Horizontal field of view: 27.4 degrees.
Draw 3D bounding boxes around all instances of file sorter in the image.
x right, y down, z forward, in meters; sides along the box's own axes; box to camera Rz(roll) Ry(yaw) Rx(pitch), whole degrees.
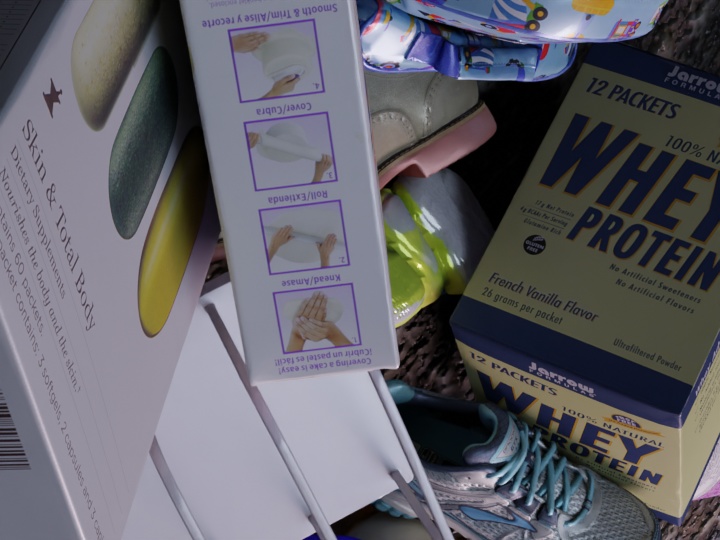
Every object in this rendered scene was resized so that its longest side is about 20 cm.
[{"bbox_3d":[-0.072,0.105,0.646,0.199,0.125,0.139,-27,115,-8],"label":"file sorter"}]

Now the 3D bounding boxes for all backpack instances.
[{"bbox_3d":[0.056,-0.151,0.648,0.182,0.200,0.135,-7,119,-47],"label":"backpack"}]

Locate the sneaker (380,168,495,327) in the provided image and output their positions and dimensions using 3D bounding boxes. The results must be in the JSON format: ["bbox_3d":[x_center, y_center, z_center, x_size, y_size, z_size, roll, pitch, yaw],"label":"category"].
[{"bbox_3d":[0.000,0.000,0.805,0.105,0.076,0.200,-29,177,27],"label":"sneaker"}]

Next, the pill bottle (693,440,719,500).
[{"bbox_3d":[0.216,0.116,1.077,0.200,0.112,0.113,2,112,-49],"label":"pill bottle"}]

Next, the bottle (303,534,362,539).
[{"bbox_3d":[-0.038,0.247,0.814,0.083,0.065,0.201,13,100,-51],"label":"bottle"}]

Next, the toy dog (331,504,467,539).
[{"bbox_3d":[0.051,0.219,0.926,0.194,0.140,0.200,-46,137,16],"label":"toy dog"}]

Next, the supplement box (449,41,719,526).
[{"bbox_3d":[0.165,0.011,0.870,0.201,0.134,0.200,-61,158,-18],"label":"supplement box"}]

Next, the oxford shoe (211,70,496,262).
[{"bbox_3d":[-0.022,-0.064,0.742,0.200,0.071,0.074,-31,109,-32],"label":"oxford shoe"}]

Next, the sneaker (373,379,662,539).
[{"bbox_3d":[0.082,0.123,0.852,0.086,0.199,0.078,106,5,-54],"label":"sneaker"}]

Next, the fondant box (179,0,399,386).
[{"bbox_3d":[-0.028,-0.081,0.535,0.058,0.144,0.201,-8,116,2],"label":"fondant box"}]

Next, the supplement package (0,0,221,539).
[{"bbox_3d":[-0.142,-0.024,0.473,0.200,0.150,0.152,-79,164,-50],"label":"supplement package"}]
